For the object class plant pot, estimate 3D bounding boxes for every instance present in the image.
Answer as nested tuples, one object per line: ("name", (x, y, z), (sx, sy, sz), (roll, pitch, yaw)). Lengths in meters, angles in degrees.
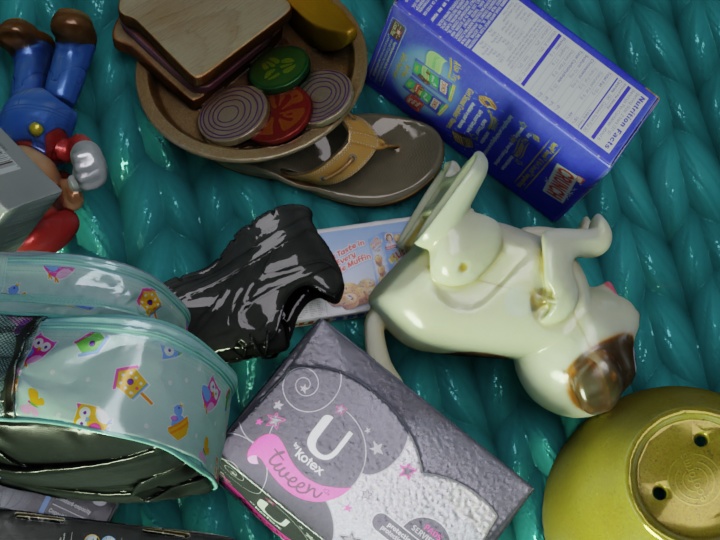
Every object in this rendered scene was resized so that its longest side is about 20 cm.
("plant pot", (0.236, 0.166, 1.101), (0.199, 0.142, 0.201), (-1, 69, 3))

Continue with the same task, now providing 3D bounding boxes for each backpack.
("backpack", (-0.181, 0.077, 1.003), (0.199, 0.176, 0.154), (10, 69, 21))

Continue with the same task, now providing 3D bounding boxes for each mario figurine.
("mario figurine", (-0.250, -0.104, 1.129), (0.106, 0.123, 0.201), (13, 67, -28))

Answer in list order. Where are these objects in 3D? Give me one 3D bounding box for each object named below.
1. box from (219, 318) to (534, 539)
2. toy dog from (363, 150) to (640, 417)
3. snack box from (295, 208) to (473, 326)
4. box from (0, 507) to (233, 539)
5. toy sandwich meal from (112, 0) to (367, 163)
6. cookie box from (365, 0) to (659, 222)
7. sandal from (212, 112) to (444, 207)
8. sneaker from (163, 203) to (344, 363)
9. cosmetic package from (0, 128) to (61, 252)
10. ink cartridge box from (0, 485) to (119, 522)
("box", (0.001, 0.153, 1.102), (0.200, 0.115, 0.132), (39, 72, 3))
("toy dog", (0.119, 0.030, 1.124), (0.200, 0.140, 0.194), (32, 77, -6))
("snack box", (0.000, 0.000, 1.190), (0.199, 0.024, 0.072), (-8, 77, -12))
("box", (-0.196, 0.272, 1.041), (0.198, 0.050, 0.201), (10, 78, -21))
("toy sandwich meal", (-0.092, -0.177, 1.176), (0.204, 0.070, 0.206), (-2, 60, 3))
("cookie box", (0.111, -0.141, 1.172), (0.200, 0.171, 0.075), (37, 76, 1))
("sandal", (-0.030, -0.101, 1.197), (0.199, 0.054, 0.081), (11, 74, -7))
("sneaker", (-0.101, 0.037, 1.118), (0.200, 0.076, 0.091), (-37, 76, 2))
("cosmetic package", (-0.317, -0.013, 1.061), (0.107, 0.090, 0.200), (45, 112, 3))
("ink cartridge box", (-0.238, 0.187, 1.094), (0.099, 0.039, 0.201), (24, 72, -2))
